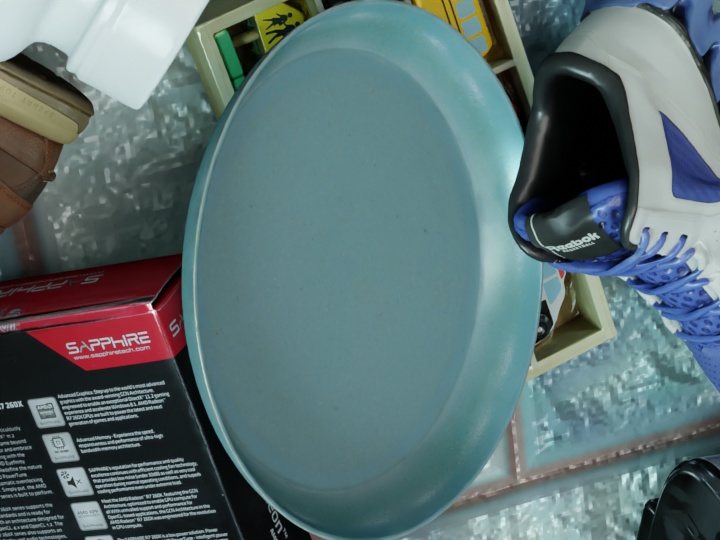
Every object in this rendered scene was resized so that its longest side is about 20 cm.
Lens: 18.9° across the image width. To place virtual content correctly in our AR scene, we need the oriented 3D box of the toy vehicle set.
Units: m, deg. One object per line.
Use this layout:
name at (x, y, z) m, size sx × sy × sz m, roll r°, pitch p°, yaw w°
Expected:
toy vehicle set at (0.019, -0.035, 0.876) m, size 0.124 × 0.027 × 0.201 m, roll -27°, pitch 114°, yaw -12°

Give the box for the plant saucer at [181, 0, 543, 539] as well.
plant saucer at (0.000, 0.000, 0.807) m, size 0.200 × 0.027 × 0.201 m, roll -5°, pitch 96°, yaw -50°

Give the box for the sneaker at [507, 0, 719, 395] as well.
sneaker at (0.115, -0.017, 0.870) m, size 0.115 × 0.080 × 0.200 m, roll -41°, pitch 113°, yaw -39°

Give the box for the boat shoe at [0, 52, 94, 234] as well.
boat shoe at (-0.193, -0.072, 0.756) m, size 0.199 × 0.072 × 0.068 m, roll 25°, pitch 97°, yaw -26°

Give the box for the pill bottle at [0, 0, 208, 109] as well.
pill bottle at (-0.139, -0.138, 0.710) m, size 0.199 × 0.111 × 0.111 m, roll 30°, pitch 93°, yaw -10°

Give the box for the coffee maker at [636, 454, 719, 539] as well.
coffee maker at (0.233, 0.150, 0.959) m, size 0.199 × 0.135 × 0.193 m, roll -13°, pitch 111°, yaw -17°

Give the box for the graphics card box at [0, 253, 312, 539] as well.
graphics card box at (-0.088, 0.095, 0.824) m, size 0.125 × 0.051 × 0.201 m, roll -9°, pitch 114°, yaw 25°
